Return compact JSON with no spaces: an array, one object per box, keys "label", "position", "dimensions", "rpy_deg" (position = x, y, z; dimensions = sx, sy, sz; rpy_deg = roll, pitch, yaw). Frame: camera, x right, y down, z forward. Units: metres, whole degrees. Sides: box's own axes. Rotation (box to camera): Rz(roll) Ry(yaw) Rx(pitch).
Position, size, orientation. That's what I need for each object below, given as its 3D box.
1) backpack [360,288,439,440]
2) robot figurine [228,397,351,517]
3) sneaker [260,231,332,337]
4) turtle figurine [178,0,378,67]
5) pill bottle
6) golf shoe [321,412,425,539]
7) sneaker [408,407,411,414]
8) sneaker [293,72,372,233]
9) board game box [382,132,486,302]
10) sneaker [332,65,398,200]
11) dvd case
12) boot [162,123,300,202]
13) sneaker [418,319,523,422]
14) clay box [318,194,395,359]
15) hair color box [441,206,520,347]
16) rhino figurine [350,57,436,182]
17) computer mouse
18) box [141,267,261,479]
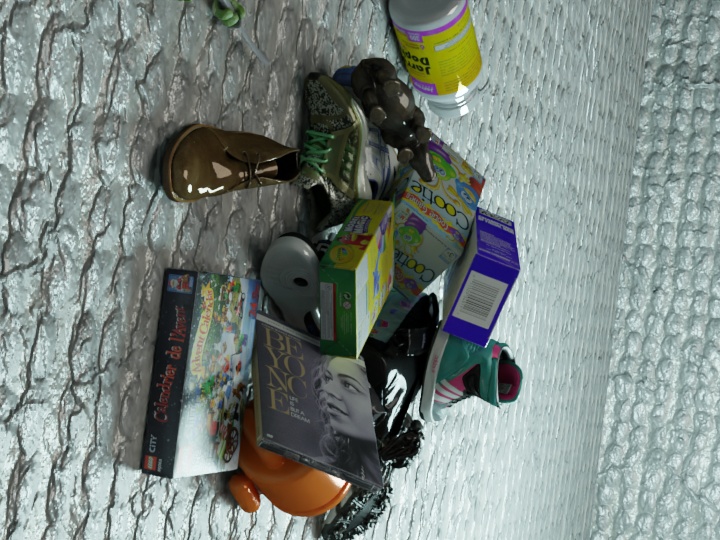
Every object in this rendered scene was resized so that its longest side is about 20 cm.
[{"label":"backpack","position":[0.027,0.098,1.618],"dimensions":[0.200,0.126,0.168],"rpy_deg":[-56,157,-51]},{"label":"robot figurine","position":[-0.070,0.202,1.413],"dimensions":[0.200,0.116,0.144],"rpy_deg":[65,38,-58]},{"label":"sneaker","position":[-0.059,-0.006,1.462],"dimensions":[0.200,0.073,0.112],"rpy_deg":[78,23,-53]},{"label":"turtle figurine","position":[-0.086,-0.283,1.213],"dimensions":[0.194,0.143,0.201],"rpy_deg":[-31,121,-58]},{"label":"pill bottle","position":[0.108,-0.301,1.733],"dimensions":[0.200,0.104,0.105],"rpy_deg":[67,36,-50]},{"label":"golf shoe","position":[0.001,0.264,1.672],"dimensions":[0.200,0.094,0.078],"rpy_deg":[-56,141,0]},{"label":"sneaker","position":[0.039,0.169,1.748],"dimensions":[0.081,0.076,0.201],"rpy_deg":[34,71,-75]},{"label":"sneaker","position":[-0.041,-0.129,1.474],"dimensions":[0.089,0.077,0.201],"rpy_deg":[-37,127,-40]},{"label":"board game box","position":[0.078,-0.072,1.635],"dimensions":[0.105,0.103,0.200],"rpy_deg":[39,33,-11]},{"label":"sneaker","position":[0.002,-0.153,1.553],"dimensions":[0.201,0.075,0.088],"rpy_deg":[73,32,-43]},{"label":"dvd case","position":[-0.049,0.135,1.349],"dimensions":[0.016,0.148,0.200],"rpy_deg":[-51,-152,27]},{"label":"boot","position":[-0.124,-0.107,1.256],"dimensions":[0.200,0.075,0.074],"rpy_deg":[-24,120,-64]},{"label":"sneaker","position":[0.144,0.144,1.625],"dimensions":[0.200,0.120,0.084],"rpy_deg":[93,16,-55]},{"label":"clay box","position":[0.000,0.000,1.453],"dimensions":[0.200,0.047,0.115],"rpy_deg":[-63,156,-60]},{"label":"hair color box","position":[0.150,0.004,1.595],"dimensions":[0.200,0.065,0.110],"rpy_deg":[-81,-167,-70]},{"label":"rhino figurine","position":[0.048,-0.171,1.493],"dimensions":[0.200,0.060,0.088],"rpy_deg":[53,7,-46]},{"label":"computer mouse","position":[-0.030,0.169,1.538],"dimensions":[0.200,0.140,0.046],"rpy_deg":[42,36,-17]},{"label":"box","position":[-0.157,0.102,1.279],"dimensions":[0.136,0.037,0.201],"rpy_deg":[10,86,-68]}]
